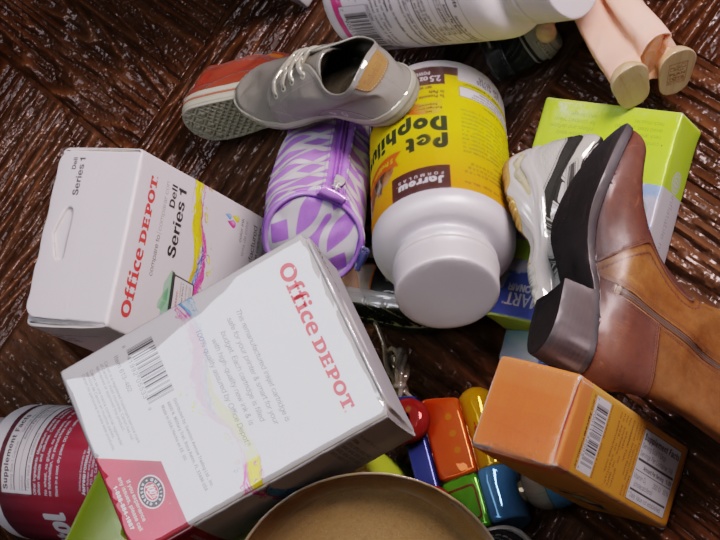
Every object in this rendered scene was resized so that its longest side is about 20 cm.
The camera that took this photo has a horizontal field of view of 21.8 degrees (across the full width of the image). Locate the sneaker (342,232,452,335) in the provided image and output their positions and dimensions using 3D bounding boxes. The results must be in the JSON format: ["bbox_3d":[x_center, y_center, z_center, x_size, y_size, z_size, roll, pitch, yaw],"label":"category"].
[{"bbox_3d":[0.000,0.000,1.490,0.198,0.074,0.081,10,75,32],"label":"sneaker"}]

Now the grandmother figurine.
[{"bbox_3d":[0.187,-0.214,1.447,0.120,0.061,0.201,-13,50,-20],"label":"grandmother figurine"}]

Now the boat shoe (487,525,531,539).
[{"bbox_3d":[0.111,0.279,1.308,0.073,0.060,0.202,-10,81,15],"label":"boat shoe"}]

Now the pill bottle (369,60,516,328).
[{"bbox_3d":[0.061,-0.057,1.417,0.109,0.109,0.201,-24,43,22],"label":"pill bottle"}]

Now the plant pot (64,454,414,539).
[{"bbox_3d":[-0.074,0.185,1.401,0.181,0.200,0.200,26,86,29],"label":"plant pot"}]

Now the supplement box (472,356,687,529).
[{"bbox_3d":[0.154,0.121,1.277,0.066,0.200,0.069,12,76,34],"label":"supplement box"}]

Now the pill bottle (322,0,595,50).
[{"bbox_3d":[0.076,-0.230,1.423,0.199,0.113,0.115,0,73,38],"label":"pill bottle"}]

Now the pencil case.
[{"bbox_3d":[-0.030,-0.069,1.468,0.200,0.083,0.086,-86,12,-62],"label":"pencil case"}]

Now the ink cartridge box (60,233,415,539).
[{"bbox_3d":[-0.082,0.092,1.283,0.199,0.083,0.147,-29,68,7],"label":"ink cartridge box"}]

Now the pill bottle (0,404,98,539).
[{"bbox_3d":[-0.237,0.169,1.552,0.198,0.113,0.114,0,73,32],"label":"pill bottle"}]

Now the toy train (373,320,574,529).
[{"bbox_3d":[0.082,0.106,1.403,0.115,0.085,0.202,-21,63,12],"label":"toy train"}]

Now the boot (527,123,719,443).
[{"bbox_3d":[0.227,0.015,1.285,0.068,0.199,0.190,-43,27,57],"label":"boot"}]

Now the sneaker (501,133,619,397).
[{"bbox_3d":[0.165,-0.009,1.335,0.087,0.076,0.202,-22,66,18],"label":"sneaker"}]

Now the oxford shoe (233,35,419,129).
[{"bbox_3d":[-0.036,-0.151,1.462,0.199,0.058,0.076,8,65,50],"label":"oxford shoe"}]

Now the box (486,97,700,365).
[{"bbox_3d":[0.171,-0.024,1.410,0.121,0.048,0.202,10,78,34],"label":"box"}]

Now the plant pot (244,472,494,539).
[{"bbox_3d":[0.006,0.231,1.276,0.198,0.027,0.202,0,101,0],"label":"plant pot"}]

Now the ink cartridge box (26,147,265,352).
[{"bbox_3d":[-0.164,0.001,1.511,0.083,0.200,0.146,2,75,32],"label":"ink cartridge box"}]

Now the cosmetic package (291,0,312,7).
[{"bbox_3d":[-0.083,-0.366,1.589,0.123,0.200,0.200,32,91,37],"label":"cosmetic package"}]

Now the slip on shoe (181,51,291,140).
[{"bbox_3d":[-0.061,-0.160,1.586,0.198,0.074,0.062,-8,52,28],"label":"slip on shoe"}]

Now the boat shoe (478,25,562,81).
[{"bbox_3d":[0.092,-0.244,1.517,0.071,0.072,0.201,-30,62,14],"label":"boat shoe"}]
